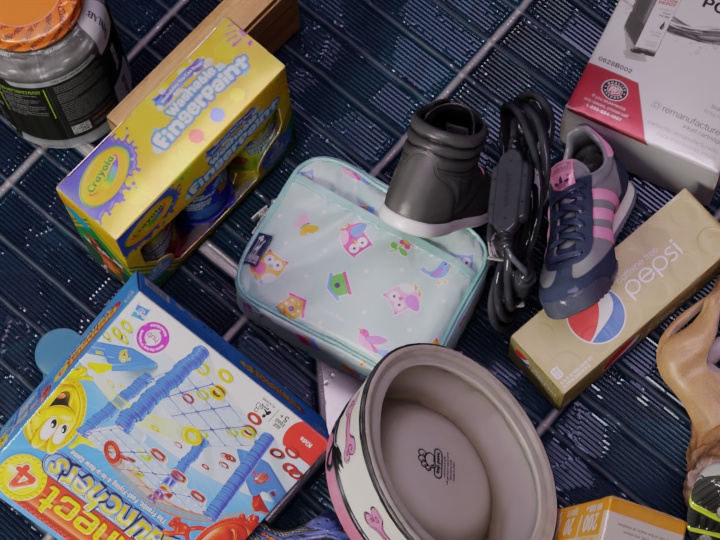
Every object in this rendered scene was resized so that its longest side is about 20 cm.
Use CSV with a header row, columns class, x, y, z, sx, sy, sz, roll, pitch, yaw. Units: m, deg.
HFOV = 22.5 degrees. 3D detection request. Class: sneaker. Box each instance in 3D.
class,x,y,z,sx,sy,sz,roll,pitch,yaw
sneaker,0.311,0.197,1.405,0.075,0.200,0.077,-6,52,33
sneaker,0.081,-0.092,1.484,0.071,0.200,0.100,26,109,14
sneaker,-0.015,0.230,1.451,0.199,0.075,0.079,4,68,2
sneaker,0.173,-0.042,1.485,0.070,0.082,0.200,-18,28,27

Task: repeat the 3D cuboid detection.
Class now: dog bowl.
class,x,y,z,sx,sy,sz,roll,pitch,yaw
dog bowl,0.058,0.161,1.410,0.200,0.074,0.201,25,48,-31

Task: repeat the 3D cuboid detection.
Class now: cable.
class,x,y,z,sx,sy,sz,roll,pitch,yaw
cable,0.134,-0.052,1.492,0.051,0.163,0.201,2,60,7

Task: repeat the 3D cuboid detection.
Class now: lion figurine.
class,x,y,z,sx,sy,sz,roll,pitch,yaw
lion figurine,0.292,0.106,1.491,0.122,0.073,0.200,-25,58,2

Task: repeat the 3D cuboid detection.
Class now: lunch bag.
class,x,y,z,sx,sy,sz,roll,pitch,yaw
lunch bag,0.000,0.000,1.523,0.199,0.077,0.161,28,75,10

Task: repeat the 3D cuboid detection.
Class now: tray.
class,x,y,z,sx,sy,sz,roll,pitch,yaw
tray,-0.132,-0.174,1.574,0.037,0.099,0.200,41,77,13

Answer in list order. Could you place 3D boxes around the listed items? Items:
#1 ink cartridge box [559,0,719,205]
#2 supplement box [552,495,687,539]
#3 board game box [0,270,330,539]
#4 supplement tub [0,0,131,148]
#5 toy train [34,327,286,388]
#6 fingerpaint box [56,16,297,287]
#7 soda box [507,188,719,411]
class,x,y,z,sx,sy,sz,roll,pitch,yaw
ink cartridge box,0.280,-0.181,1.571,0.146,0.083,0.201,24,75,10
supplement box,0.172,0.283,1.390,0.073,0.126,0.201,20,71,-15
board game box,-0.161,0.139,1.416,0.200,0.056,0.196,39,97,-17
supplement tub,-0.266,-0.193,1.532,0.122,0.200,0.123,0,72,1
toy train,-0.164,0.081,1.481,0.199,0.116,0.085,-2,72,2
fingerpaint box,-0.146,-0.088,1.511,0.073,0.167,0.200,40,76,14
soda box,0.219,0.025,1.515,0.200,0.064,0.068,-39,74,-10
